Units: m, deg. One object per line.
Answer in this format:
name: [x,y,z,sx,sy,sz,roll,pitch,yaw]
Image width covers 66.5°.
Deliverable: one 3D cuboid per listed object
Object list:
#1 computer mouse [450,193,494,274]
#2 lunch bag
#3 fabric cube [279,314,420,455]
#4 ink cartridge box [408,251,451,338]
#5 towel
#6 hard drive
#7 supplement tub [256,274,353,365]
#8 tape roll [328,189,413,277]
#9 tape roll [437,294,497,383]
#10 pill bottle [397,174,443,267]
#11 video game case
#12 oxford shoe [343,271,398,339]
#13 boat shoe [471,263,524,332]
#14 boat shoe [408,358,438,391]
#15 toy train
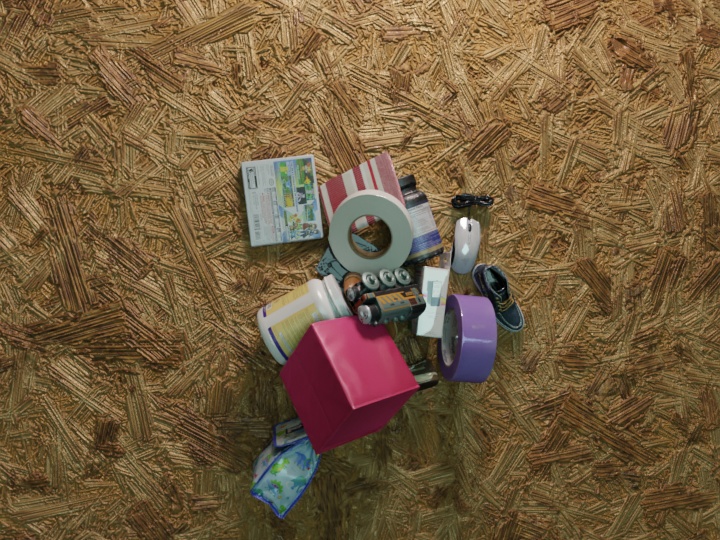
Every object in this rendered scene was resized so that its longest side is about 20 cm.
computer mouse: [0.273,-0.093,1.382,0.106,0.044,0.206,7,90,-8]
lunch bag: [-0.158,0.428,1.270,0.127,0.170,0.201,42,86,-9]
fabric cube: [-0.028,0.241,1.199,0.193,0.201,0.202,-7,54,-41]
ink cartridge box: [0.166,0.052,1.333,0.065,0.117,0.206,7,90,-5]
towel: [0.001,-0.174,1.302,0.196,0.023,0.148,-22,74,20]
hard drive: [0.000,0.000,1.349,0.198,0.042,0.137,33,86,-6]
supplement tub: [-0.124,0.111,1.272,0.197,0.145,0.148,-28,94,3]
tape roll: [0.023,-0.083,1.266,0.197,0.037,0.208,4,115,7]
tape roll: [0.249,0.161,1.303,0.082,0.200,0.206,4,90,-6]
pill bottle: [0.122,-0.121,1.329,0.109,0.112,0.205,-20,92,-6]
video game case: [-0.189,-0.169,1.335,0.177,0.022,0.206,-7,91,-7]
oxford shoe: [0.019,0.102,1.302,0.070,0.072,0.201,-30,111,24]
boat shoe: [0.352,0.073,1.370,0.070,0.091,0.202,-37,95,-5]
boat shoe: [0.091,0.268,1.360,0.197,0.075,0.076,-13,60,-1]
toy train: [0.060,0.063,1.231,0.197,0.085,0.116,-7,60,-42]
